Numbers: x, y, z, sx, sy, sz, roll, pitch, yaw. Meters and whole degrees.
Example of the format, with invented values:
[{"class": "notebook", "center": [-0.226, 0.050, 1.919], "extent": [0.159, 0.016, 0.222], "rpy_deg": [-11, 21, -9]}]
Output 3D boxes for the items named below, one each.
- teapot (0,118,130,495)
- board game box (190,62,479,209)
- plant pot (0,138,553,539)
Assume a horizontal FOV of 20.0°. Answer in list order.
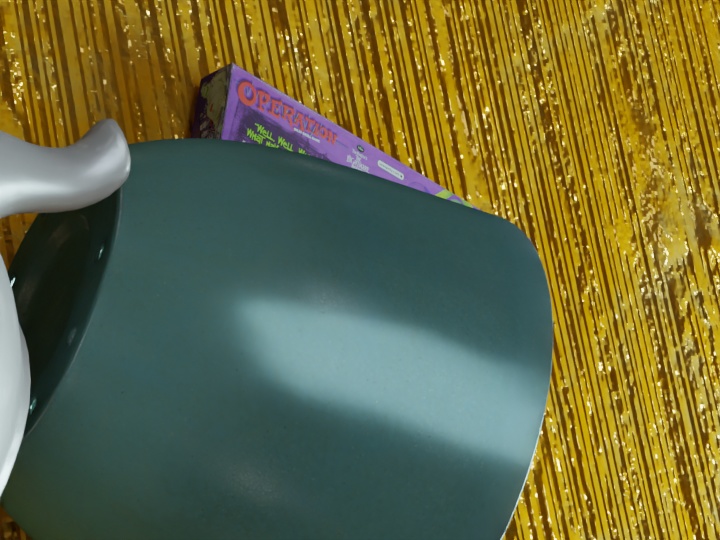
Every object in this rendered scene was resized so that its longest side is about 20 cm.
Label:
[{"class": "teapot", "center": [-0.179, 0.047, 0.653], "extent": [0.146, 0.200, 0.198], "rpy_deg": [35, 39, -45]}, {"class": "board game box", "center": [0.000, 0.000, 0.947], "extent": [0.200, 0.032, 0.120], "rpy_deg": [29, 60, -35]}, {"class": "plant pot", "center": [-0.051, 0.042, 0.767], "extent": [0.161, 0.201, 0.201], "rpy_deg": [23, 58, -25]}]
